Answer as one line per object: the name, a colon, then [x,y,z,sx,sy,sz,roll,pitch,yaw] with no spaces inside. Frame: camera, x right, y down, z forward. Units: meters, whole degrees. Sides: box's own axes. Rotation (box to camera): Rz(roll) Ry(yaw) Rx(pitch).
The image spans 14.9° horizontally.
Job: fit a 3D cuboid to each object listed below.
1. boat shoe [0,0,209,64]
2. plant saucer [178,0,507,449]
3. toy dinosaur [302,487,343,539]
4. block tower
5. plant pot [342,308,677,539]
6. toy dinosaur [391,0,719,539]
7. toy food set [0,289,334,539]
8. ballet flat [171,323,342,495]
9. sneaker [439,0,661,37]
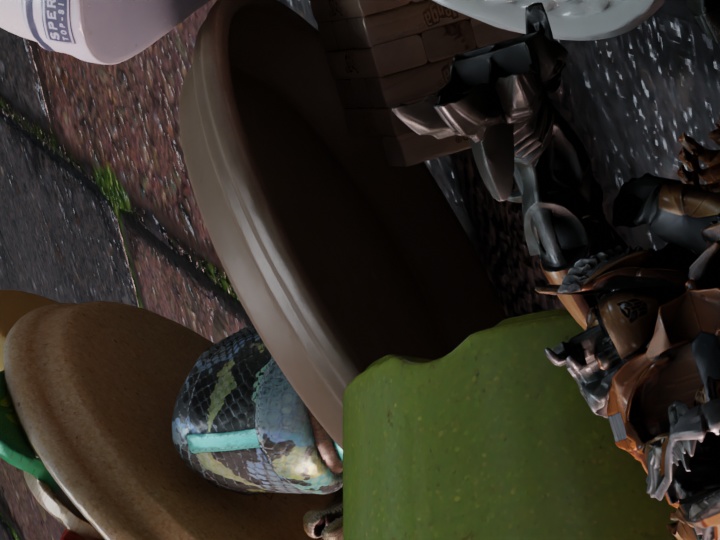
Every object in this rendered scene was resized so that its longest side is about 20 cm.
boat shoe: [-0.068,-0.123,0.924,0.065,0.200,0.074,14,111,22]
plant saucer: [0.000,0.000,0.909,0.200,0.029,0.200,51,-162,-25]
toy dinosaur: [0.068,0.121,0.945,0.200,0.058,0.101,42,171,-39]
block tower: [0.003,-0.136,0.893,0.058,0.054,0.200,-170,64,-73]
plant pot: [0.070,0.113,0.761,0.200,0.200,0.190,127,136,-71]
toy dinosaur: [0.078,0.001,0.670,0.200,0.102,0.136,-136,22,-72]
toy food set: [-0.054,0.085,0.964,0.200,0.049,0.198,37,-164,-21]
ballet flat: [-0.019,0.034,0.971,0.200,0.074,0.074,-26,-82,-75]
sneaker: [0.017,-0.131,0.788,0.200,0.105,0.075,29,109,20]
